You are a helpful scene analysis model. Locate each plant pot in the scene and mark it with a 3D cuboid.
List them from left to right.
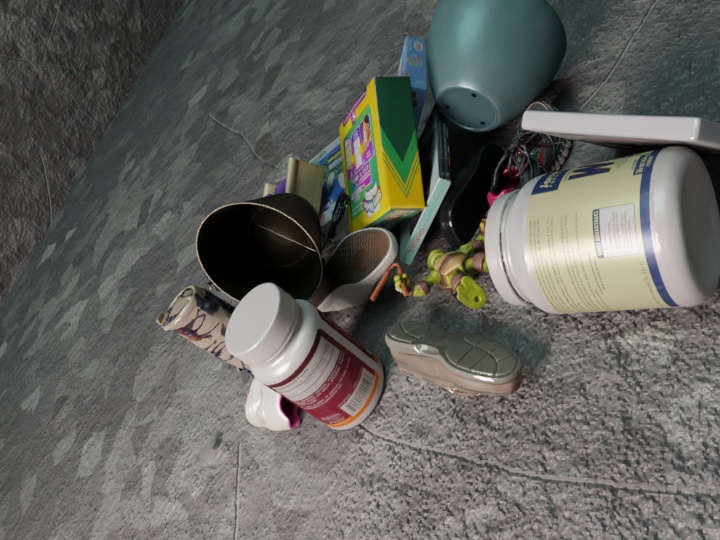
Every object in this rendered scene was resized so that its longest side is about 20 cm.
[{"bbox_3d":[0.172,-0.277,0.901,0.197,0.199,0.137,2,61,48],"label":"plant pot"}]

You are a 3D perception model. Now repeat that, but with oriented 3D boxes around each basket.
[{"bbox_3d":[-0.127,-0.043,0.945,0.200,0.176,0.139,-75,7,-75],"label":"basket"}]

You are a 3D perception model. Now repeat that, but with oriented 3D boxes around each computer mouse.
[{"bbox_3d":[-0.052,-0.023,1.015,0.059,0.033,0.204,-97,27,-68],"label":"computer mouse"}]

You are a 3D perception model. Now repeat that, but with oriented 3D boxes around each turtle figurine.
[{"bbox_3d":[0.115,0.004,0.817,0.197,0.066,0.161,-31,18,-11],"label":"turtle figurine"}]

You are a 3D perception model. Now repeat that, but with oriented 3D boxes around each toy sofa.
[{"bbox_3d":[-0.138,-0.131,1.137,0.199,0.095,0.085,163,116,-69],"label":"toy sofa"}]

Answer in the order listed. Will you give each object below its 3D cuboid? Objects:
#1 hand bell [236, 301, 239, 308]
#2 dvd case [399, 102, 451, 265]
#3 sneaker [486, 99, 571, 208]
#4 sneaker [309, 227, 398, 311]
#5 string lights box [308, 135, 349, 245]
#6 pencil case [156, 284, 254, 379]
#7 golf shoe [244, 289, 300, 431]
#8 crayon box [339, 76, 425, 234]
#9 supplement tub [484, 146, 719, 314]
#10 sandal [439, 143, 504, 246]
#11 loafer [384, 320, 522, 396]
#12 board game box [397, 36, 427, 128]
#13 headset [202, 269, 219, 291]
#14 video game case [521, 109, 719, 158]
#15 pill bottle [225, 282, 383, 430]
[{"bbox_3d":[-0.155,0.042,0.977,0.104,0.104,0.200,-44,0,8],"label":"hand bell"},{"bbox_3d":[0.091,-0.128,0.929,0.203,0.021,0.148,-83,12,-48],"label":"dvd case"},{"bbox_3d":[0.218,-0.144,0.837,0.079,0.074,0.204,-9,52,43],"label":"sneaker"},{"bbox_3d":[0.000,0.000,0.926,0.199,0.083,0.075,-35,61,44],"label":"sneaker"},{"bbox_3d":[-0.029,-0.146,1.127,0.102,0.059,0.202,-36,38,18],"label":"string lights box"},{"bbox_3d":[-0.207,0.099,0.986,0.089,0.199,0.079,-41,32,20],"label":"pencil case"},{"bbox_3d":[-0.103,0.132,0.938,0.090,0.075,0.206,9,86,38],"label":"golf shoe"},{"bbox_3d":[0.025,-0.153,0.926,0.200,0.057,0.178,156,108,-73],"label":"crayon box"},{"bbox_3d":[0.239,-0.033,0.651,0.197,0.145,0.148,-7,53,44],"label":"supplement tub"},{"bbox_3d":[0.142,-0.104,0.837,0.047,0.077,0.201,-6,28,39],"label":"sandal"},{"bbox_3d":[0.109,0.111,0.756,0.071,0.064,0.198,-29,27,-32],"label":"loafer"},{"bbox_3d":[0.064,-0.231,1.004,0.154,0.035,0.203,-86,5,-46],"label":"board game box"},{"bbox_3d":[-0.176,-0.001,1.132,0.196,0.094,0.126,-18,45,22],"label":"headset"},{"bbox_3d":[0.298,-0.139,0.666,0.198,0.178,0.024,22,107,53],"label":"video game case"},{"bbox_3d":[-0.069,0.110,0.820,0.113,0.199,0.116,-28,40,27],"label":"pill bottle"}]
